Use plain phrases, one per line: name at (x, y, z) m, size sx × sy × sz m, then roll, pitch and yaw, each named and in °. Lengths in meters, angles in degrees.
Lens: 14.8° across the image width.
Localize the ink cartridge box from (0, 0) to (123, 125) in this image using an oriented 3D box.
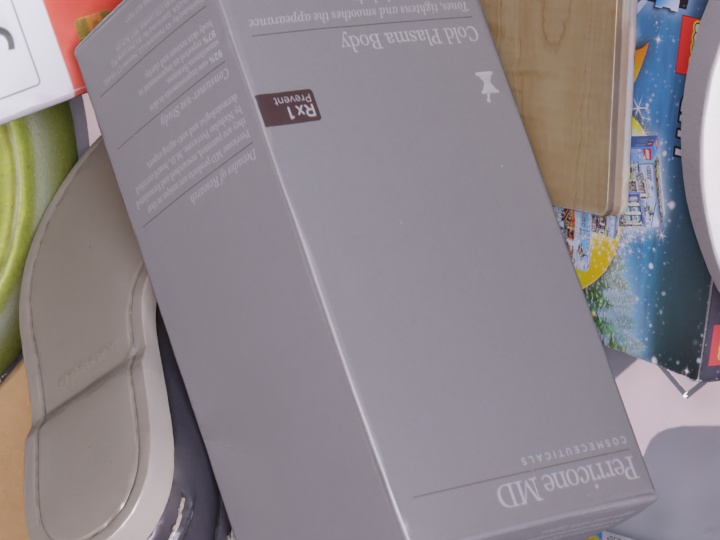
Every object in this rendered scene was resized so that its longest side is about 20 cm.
ink cartridge box at (-0.121, -0.104, 0.888) m, size 0.199 × 0.050 × 0.109 m, roll -22°, pitch 101°, yaw -17°

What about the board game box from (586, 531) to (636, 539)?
board game box at (-0.014, 0.165, 0.947) m, size 0.195 × 0.056 × 0.201 m, roll 17°, pitch 104°, yaw 1°

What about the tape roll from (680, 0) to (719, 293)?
tape roll at (0.192, -0.040, 0.801) m, size 0.202 × 0.037 × 0.204 m, roll -1°, pitch 103°, yaw -3°

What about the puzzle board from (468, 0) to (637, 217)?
puzzle board at (0.038, -0.127, 0.878) m, size 0.150 × 0.017 × 0.201 m, roll 16°, pitch 108°, yaw 51°

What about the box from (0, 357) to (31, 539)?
box at (-0.106, 0.137, 0.992) m, size 0.163 × 0.021 × 0.200 m, roll 41°, pitch 104°, yaw -2°

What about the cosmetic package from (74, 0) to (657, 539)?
cosmetic package at (0.000, 0.000, 0.849) m, size 0.090 × 0.107 × 0.201 m, roll -37°, pitch 70°, yaw 47°

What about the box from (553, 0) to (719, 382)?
box at (0.085, -0.079, 0.872) m, size 0.136 × 0.038 × 0.201 m, roll 21°, pitch 109°, yaw 49°

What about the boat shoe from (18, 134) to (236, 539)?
boat shoe at (-0.066, 0.027, 0.899) m, size 0.072 × 0.201 × 0.063 m, roll -27°, pitch 130°, yaw 26°

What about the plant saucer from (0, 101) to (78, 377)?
plant saucer at (-0.186, -0.026, 0.919) m, size 0.199 × 0.031 × 0.201 m, roll -4°, pitch 100°, yaw -20°
